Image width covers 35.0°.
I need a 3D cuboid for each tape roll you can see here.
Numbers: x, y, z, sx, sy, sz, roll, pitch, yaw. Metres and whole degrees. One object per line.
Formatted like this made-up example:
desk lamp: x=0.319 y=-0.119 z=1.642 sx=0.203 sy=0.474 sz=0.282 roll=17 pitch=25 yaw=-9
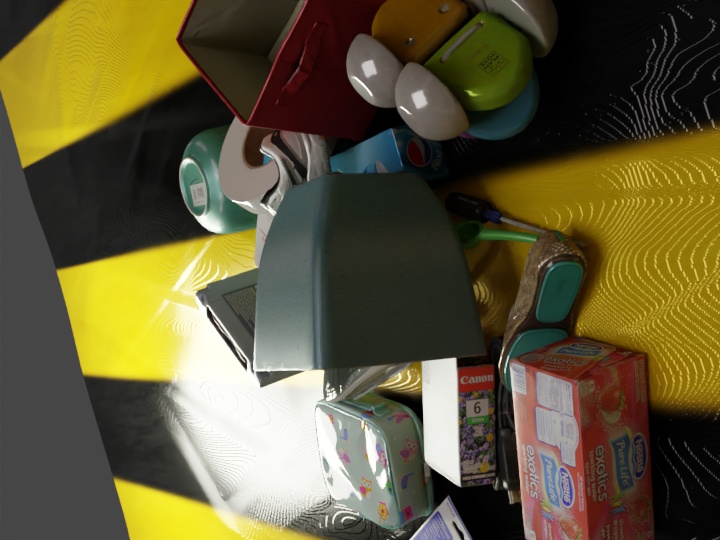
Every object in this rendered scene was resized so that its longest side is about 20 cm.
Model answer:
tape roll: x=-0.102 y=-0.168 z=1.442 sx=0.202 sy=0.037 sz=0.204 roll=-27 pitch=48 yaw=34

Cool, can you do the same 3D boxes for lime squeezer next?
lime squeezer: x=0.117 y=-0.022 z=1.233 sx=0.071 sy=0.038 sz=0.200 roll=54 pitch=151 yaw=1

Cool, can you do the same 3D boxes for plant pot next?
plant pot: x=0.000 y=0.000 z=1.221 sx=0.196 sy=0.194 sz=0.202 roll=170 pitch=97 yaw=-64

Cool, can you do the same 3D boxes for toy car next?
toy car: x=0.099 y=-0.198 z=1.124 sx=0.200 sy=0.175 sz=0.150 roll=39 pitch=169 yaw=43

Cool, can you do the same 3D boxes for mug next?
mug: x=-0.187 y=-0.142 z=1.629 sx=0.152 sy=0.114 sz=0.186 roll=51 pitch=142 yaw=34

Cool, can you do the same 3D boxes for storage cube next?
storage cube: x=-0.067 y=-0.271 z=1.273 sx=0.200 sy=0.179 sz=0.172 roll=51 pitch=123 yaw=35

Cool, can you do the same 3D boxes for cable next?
cable: x=0.173 y=0.173 z=1.279 sx=0.097 sy=0.050 sz=0.202 roll=156 pitch=110 yaw=-76

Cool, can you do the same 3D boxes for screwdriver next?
screwdriver: x=0.157 y=-0.050 z=1.195 sx=0.199 sy=0.029 sz=0.028 roll=28 pitch=126 yaw=52

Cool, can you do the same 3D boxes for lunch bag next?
lunch bag: x=0.018 y=0.240 z=1.504 sx=0.199 sy=0.077 sz=0.162 roll=12 pitch=112 yaw=56

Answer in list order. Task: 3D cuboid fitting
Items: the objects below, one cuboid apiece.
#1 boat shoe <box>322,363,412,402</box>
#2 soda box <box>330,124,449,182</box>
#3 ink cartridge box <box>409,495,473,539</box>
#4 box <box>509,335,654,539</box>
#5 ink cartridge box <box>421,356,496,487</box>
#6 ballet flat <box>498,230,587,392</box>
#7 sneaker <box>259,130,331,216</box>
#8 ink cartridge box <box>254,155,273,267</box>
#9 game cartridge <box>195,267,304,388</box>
boat shoe: x=0.012 y=0.121 z=1.456 sx=0.202 sy=0.064 sz=0.075 roll=-42 pitch=40 yaw=49
soda box: x=0.020 y=-0.118 z=1.352 sx=0.200 sy=0.064 sz=0.069 roll=-16 pitch=90 yaw=60
ink cartridge box: x=0.109 y=0.364 z=1.454 sx=0.095 sy=0.037 sz=0.201 roll=60 pitch=149 yaw=24
box: x=0.220 y=0.178 z=1.127 sx=0.099 sy=0.095 sz=0.202 roll=15 pitch=116 yaw=56
ink cartridge box: x=0.111 y=0.133 z=1.302 sx=0.109 sy=0.050 sz=0.202 roll=-162 pitch=69 yaw=-70
ballet flat: x=0.185 y=0.040 z=1.170 sx=0.066 sy=0.070 sz=0.201 roll=-100 pitch=19 yaw=-47
sneaker: x=-0.071 y=-0.068 z=1.334 sx=0.076 sy=0.087 sz=0.202 roll=-147 pitch=48 yaw=-82
ink cartridge box: x=-0.083 y=-0.068 z=1.538 sx=0.116 sy=0.066 sz=0.201 roll=47 pitch=140 yaw=40
game cartridge: x=-0.132 y=0.076 z=1.618 sx=0.200 sy=0.132 sz=0.042 roll=49 pitch=140 yaw=37
